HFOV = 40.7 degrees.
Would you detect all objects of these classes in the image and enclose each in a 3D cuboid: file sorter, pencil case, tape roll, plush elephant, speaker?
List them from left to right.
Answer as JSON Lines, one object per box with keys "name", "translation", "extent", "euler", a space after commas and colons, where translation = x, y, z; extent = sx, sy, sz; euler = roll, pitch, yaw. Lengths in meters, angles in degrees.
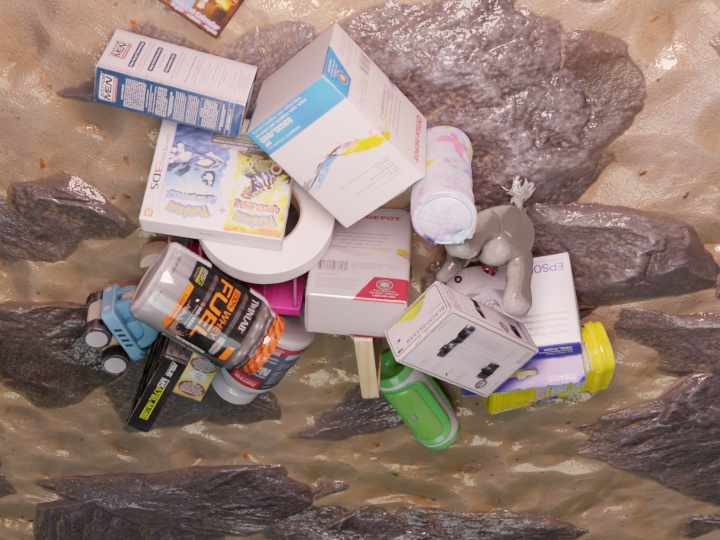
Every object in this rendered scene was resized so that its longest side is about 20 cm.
{"name": "file sorter", "translation": [-0.182, -0.031, 1.474], "extent": [0.200, 0.139, 0.126], "euler": [5, 130, 2]}
{"name": "tape roll", "translation": [-0.136, -0.077, 1.391], "extent": [0.203, 0.203, 0.037], "euler": [9, 153, -1]}
{"name": "speaker", "translation": [0.100, 0.228, 1.702], "extent": [0.088, 0.088, 0.200], "euler": [-21, 125, 22]}
{"name": "pencil case", "translation": [0.116, -0.119, 1.325], "extent": [0.091, 0.200, 0.083], "euler": [28, 123, -17]}
{"name": "plush elephant", "translation": [0.168, -0.041, 1.426], "extent": [0.165, 0.200, 0.155], "euler": [38, 147, -24]}

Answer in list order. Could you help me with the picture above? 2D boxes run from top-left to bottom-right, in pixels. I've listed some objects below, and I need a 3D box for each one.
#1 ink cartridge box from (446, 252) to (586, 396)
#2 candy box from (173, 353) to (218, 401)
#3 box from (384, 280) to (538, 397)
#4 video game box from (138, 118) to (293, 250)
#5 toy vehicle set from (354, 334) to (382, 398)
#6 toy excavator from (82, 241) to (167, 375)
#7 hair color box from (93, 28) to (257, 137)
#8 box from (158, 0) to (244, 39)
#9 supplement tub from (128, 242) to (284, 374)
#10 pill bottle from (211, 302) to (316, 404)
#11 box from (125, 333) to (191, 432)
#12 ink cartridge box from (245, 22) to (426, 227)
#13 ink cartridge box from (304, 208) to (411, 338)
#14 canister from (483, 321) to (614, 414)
{"name": "ink cartridge box", "translation": [0.237, 0.084, 1.496], "extent": [0.199, 0.200, 0.041], "euler": [-9, 163, 13]}
{"name": "candy box", "translation": [-0.241, 0.100, 1.581], "extent": [0.055, 0.115, 0.200], "euler": [24, 116, -16]}
{"name": "box", "translation": [0.146, 0.101, 1.386], "extent": [0.200, 0.060, 0.117], "euler": [24, 120, -38]}
{"name": "video game box", "translation": [-0.194, -0.130, 1.362], "extent": [0.200, 0.182, 0.047], "euler": [8, 160, -1]}
{"name": "toy vehicle set", "translation": [0.016, 0.084, 1.511], "extent": [0.026, 0.200, 0.124], "euler": [-2, 130, 6]}
{"name": "toy excavator", "translation": [-0.367, 0.055, 1.610], "extent": [0.200, 0.100, 0.195], "euler": [-20, 128, 6]}
{"name": "hair color box", "translation": [-0.248, -0.253, 1.314], "extent": [0.200, 0.100, 0.061], "euler": [15, 132, -6]}
{"name": "box", "translation": [-0.228, -0.403, 1.222], "extent": [0.200, 0.039, 0.137], "euler": [31, 126, -20]}
{"name": "supplement tub", "translation": [-0.216, 0.059, 1.383], "extent": [0.200, 0.123, 0.123], "euler": [33, 126, -17]}
{"name": "pill bottle", "translation": [-0.169, 0.135, 1.627], "extent": [0.120, 0.120, 0.200], "euler": [26, 128, -16]}
{"name": "box", "translation": [-0.313, 0.132, 1.587], "extent": [0.047, 0.200, 0.193], "euler": [21, 129, -13]}
{"name": "ink cartridge box", "translation": [-0.026, -0.192, 1.311], "extent": [0.145, 0.147, 0.200], "euler": [-32, 120, 29]}
{"name": "ink cartridge box", "translation": [0.000, 0.000, 1.439], "extent": [0.147, 0.200, 0.086], "euler": [5, 132, 2]}
{"name": "canister", "translation": [0.297, 0.162, 1.574], "extent": [0.200, 0.087, 0.149], "euler": [-14, 152, -1]}
